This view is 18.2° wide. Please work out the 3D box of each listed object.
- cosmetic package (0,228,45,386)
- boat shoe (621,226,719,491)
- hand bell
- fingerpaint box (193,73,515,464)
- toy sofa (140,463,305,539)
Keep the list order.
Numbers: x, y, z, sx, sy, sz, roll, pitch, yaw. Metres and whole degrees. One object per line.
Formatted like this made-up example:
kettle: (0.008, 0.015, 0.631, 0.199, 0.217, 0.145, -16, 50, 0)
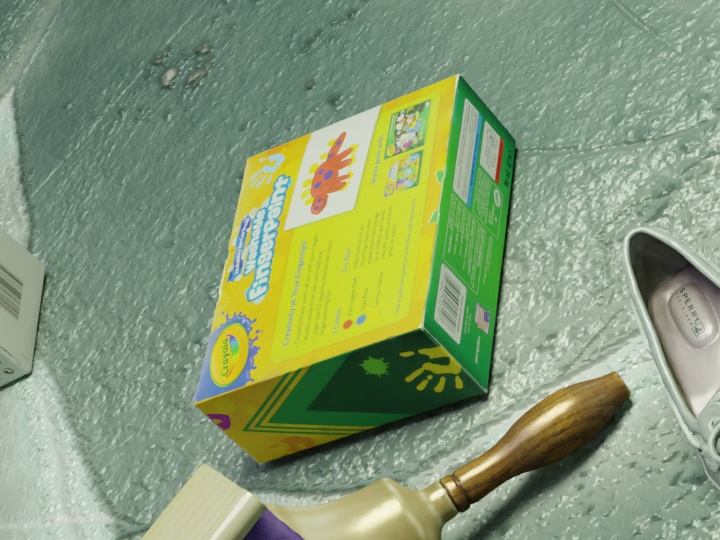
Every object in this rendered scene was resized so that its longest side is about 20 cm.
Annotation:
cosmetic package: (-0.331, 0.051, 1.630, 0.200, 0.085, 0.108, -25, 43, 24)
boat shoe: (0.183, 0.051, 1.125, 0.074, 0.065, 0.202, -37, 36, 13)
hand bell: (0.056, 0.113, 1.195, 0.200, 0.104, 0.104, -34, 35, -4)
fingerpaint box: (0.000, 0.000, 1.354, 0.167, 0.073, 0.200, -20, 42, 30)
toy sofa: (-0.019, 0.189, 1.079, 0.083, 0.200, 0.098, -50, 29, -8)
